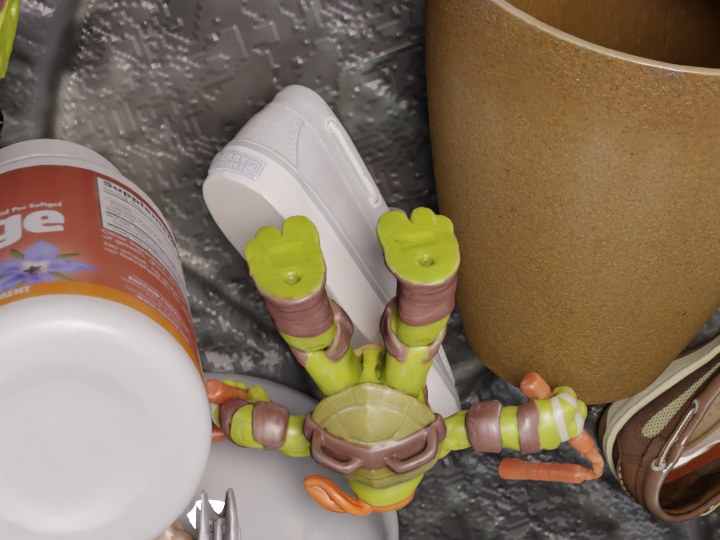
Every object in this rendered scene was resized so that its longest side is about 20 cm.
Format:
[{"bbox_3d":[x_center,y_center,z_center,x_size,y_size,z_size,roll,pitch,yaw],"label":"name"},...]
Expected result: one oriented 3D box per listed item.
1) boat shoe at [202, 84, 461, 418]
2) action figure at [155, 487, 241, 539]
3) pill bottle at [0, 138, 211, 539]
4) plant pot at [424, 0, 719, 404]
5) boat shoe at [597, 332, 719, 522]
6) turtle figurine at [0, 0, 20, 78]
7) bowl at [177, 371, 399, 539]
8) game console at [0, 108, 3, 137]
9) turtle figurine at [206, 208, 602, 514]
[{"bbox_3d":[0.000,0.000,0.936,0.069,0.072,0.200,-55,130,-22],"label":"boat shoe"},{"bbox_3d":[-0.120,0.140,0.901,0.199,0.069,0.131,6,76,17],"label":"action figure"},{"bbox_3d":[-0.123,0.023,0.849,0.111,0.200,0.113,-4,115,-9],"label":"pill bottle"},{"bbox_3d":[0.106,-0.049,0.885,0.185,0.187,0.201,1,128,-11],"label":"plant pot"},{"bbox_3d":[0.205,0.046,0.990,0.202,0.075,0.075,-44,115,11],"label":"boat shoe"},{"bbox_3d":[-0.218,-0.117,0.842,0.160,0.065,0.201,8,127,3],"label":"turtle figurine"},{"bbox_3d":[-0.071,0.156,0.984,0.200,0.090,0.202,-4,116,-9],"label":"bowl"},{"bbox_3d":[-0.265,-0.032,0.799,0.199,0.117,0.176,-25,131,26],"label":"game console"},{"bbox_3d":[-0.004,0.051,0.866,0.198,0.065,0.162,4,138,13],"label":"turtle figurine"}]
